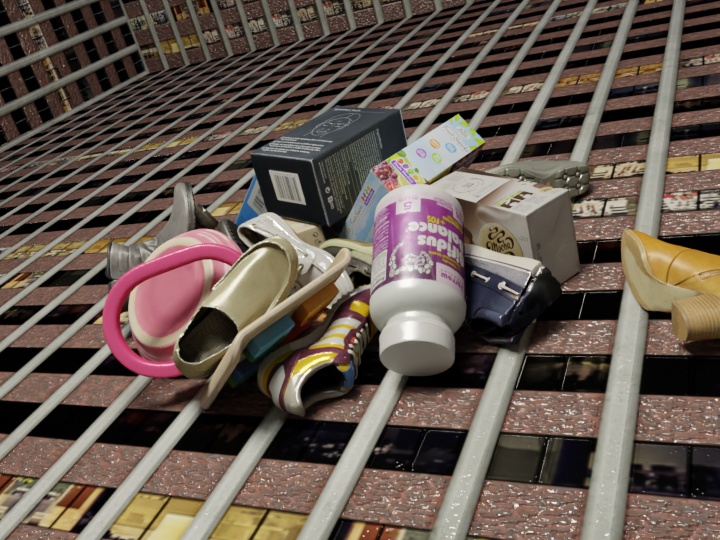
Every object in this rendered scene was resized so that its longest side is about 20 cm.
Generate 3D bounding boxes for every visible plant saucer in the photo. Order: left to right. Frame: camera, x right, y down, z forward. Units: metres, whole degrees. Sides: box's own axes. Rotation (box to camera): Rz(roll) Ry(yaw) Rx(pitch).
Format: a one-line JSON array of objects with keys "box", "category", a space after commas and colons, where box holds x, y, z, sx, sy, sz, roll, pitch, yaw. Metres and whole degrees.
[{"box": [-0.240, 0.035, 0.993, 0.197, 0.051, 0.204, -14, 63, 28], "category": "plant saucer"}]

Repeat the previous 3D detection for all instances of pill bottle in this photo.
[{"box": [0.066, 0.011, 0.849, 0.110, 0.113, 0.203, -8, 55, 17], "category": "pill bottle"}]

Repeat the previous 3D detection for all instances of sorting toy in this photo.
[{"box": [-0.097, 0.075, 0.879, 0.200, 0.036, 0.185, -41, -6, -36], "category": "sorting toy"}]

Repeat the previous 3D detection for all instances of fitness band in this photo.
[{"box": [-0.215, 0.049, 0.909, 0.197, 0.146, 0.037, -21, 5, -7], "category": "fitness band"}]

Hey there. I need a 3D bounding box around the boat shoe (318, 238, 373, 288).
[{"box": [0.001, 0.000, 1.019, 0.199, 0.071, 0.067, 4, 66, 48], "category": "boat shoe"}]

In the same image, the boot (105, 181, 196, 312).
[{"box": [-0.309, -0.036, 1.094, 0.129, 0.204, 0.070, 3, -9, -12], "category": "boot"}]

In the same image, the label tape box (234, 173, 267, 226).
[{"box": [-0.117, -0.147, 1.291, 0.200, 0.063, 0.145, -42, -9, -40], "category": "label tape box"}]

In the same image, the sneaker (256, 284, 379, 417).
[{"box": [-0.020, 0.095, 0.857, 0.199, 0.076, 0.090, -38, 39, -23], "category": "sneaker"}]

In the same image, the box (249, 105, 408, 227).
[{"box": [-0.042, -0.166, 1.143, 0.147, 0.109, 0.199, 14, 40, 44], "category": "box"}]

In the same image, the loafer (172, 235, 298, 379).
[{"box": [-0.144, 0.046, 0.864, 0.201, 0.075, 0.068, -53, 1, -4], "category": "loafer"}]

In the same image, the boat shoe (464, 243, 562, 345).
[{"box": [0.138, 0.028, 0.884, 0.093, 0.075, 0.199, -47, 24, -18], "category": "boat shoe"}]

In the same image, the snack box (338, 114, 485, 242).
[{"box": [0.074, -0.119, 1.100, 0.199, 0.169, 0.068, -35, 76, -34], "category": "snack box"}]

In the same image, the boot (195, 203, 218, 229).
[{"box": [-0.301, -0.021, 1.223, 0.174, 0.069, 0.200, -48, -6, -8], "category": "boot"}]

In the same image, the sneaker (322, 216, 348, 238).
[{"box": [-0.033, -0.112, 1.255, 0.196, 0.082, 0.089, -18, 17, -4], "category": "sneaker"}]

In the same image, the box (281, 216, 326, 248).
[{"box": [-0.148, -0.022, 1.140, 0.197, 0.079, 0.095, -19, 28, -3], "category": "box"}]

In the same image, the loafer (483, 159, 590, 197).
[{"box": [0.245, -0.128, 1.098, 0.196, 0.071, 0.070, -6, 13, -20], "category": "loafer"}]

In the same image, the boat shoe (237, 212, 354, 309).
[{"box": [-0.094, -0.005, 1.016, 0.199, 0.072, 0.069, 36, 33, 26], "category": "boat shoe"}]

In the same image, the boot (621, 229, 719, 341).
[{"box": [0.376, 0.007, 0.792, 0.141, 0.072, 0.202, -10, 30, 0], "category": "boot"}]

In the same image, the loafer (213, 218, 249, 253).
[{"box": [-0.169, 0.023, 1.031, 0.071, 0.073, 0.202, -36, 55, 14], "category": "loafer"}]

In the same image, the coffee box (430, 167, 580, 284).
[{"box": [0.180, -0.056, 0.967, 0.079, 0.115, 0.199, -29, 29, -24], "category": "coffee box"}]
